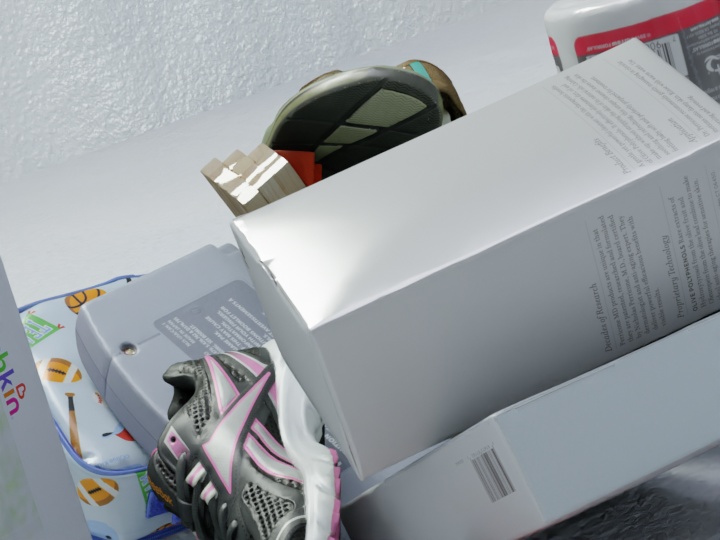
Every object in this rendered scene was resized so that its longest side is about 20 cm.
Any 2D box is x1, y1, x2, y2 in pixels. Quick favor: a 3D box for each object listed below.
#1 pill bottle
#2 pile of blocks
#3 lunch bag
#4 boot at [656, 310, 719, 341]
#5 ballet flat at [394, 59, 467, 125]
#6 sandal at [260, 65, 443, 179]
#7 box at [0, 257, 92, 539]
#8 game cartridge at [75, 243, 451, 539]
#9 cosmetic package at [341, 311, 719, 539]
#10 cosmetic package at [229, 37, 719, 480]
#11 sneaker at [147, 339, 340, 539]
[{"bbox_3d":[0.188,-0.077,1.230,0.110,0.201,0.111,-16,12,3],"label":"pill bottle"},{"bbox_3d":[0.000,0.000,1.128,0.062,0.200,0.082,-42,13,-8],"label":"pile of blocks"},{"bbox_3d":[-0.102,0.074,1.111,0.199,0.076,0.160,-17,45,-31],"label":"lunch bag"},{"bbox_3d":[0.151,0.017,1.030,0.132,0.199,0.070,-39,27,60],"label":"boot"},{"bbox_3d":[0.056,-0.023,1.172,0.068,0.201,0.072,-15,13,-11],"label":"ballet flat"},{"bbox_3d":[-0.016,-0.082,1.136,0.080,0.058,0.201,20,-18,-17],"label":"sandal"},{"bbox_3d":[-0.219,0.118,0.919,0.096,0.201,0.176,-9,13,33],"label":"box"},{"bbox_3d":[-0.049,0.068,1.051,0.200,0.041,0.133,39,41,27],"label":"game cartridge"},{"bbox_3d":[0.092,0.077,0.870,0.150,0.052,0.200,-24,-8,-23],"label":"cosmetic package"},{"bbox_3d":[0.060,-0.009,0.852,0.199,0.085,0.108,-25,34,-7],"label":"cosmetic package"},{"bbox_3d":[-0.054,0.105,0.930,0.086,0.081,0.200,-4,28,-5],"label":"sneaker"}]
